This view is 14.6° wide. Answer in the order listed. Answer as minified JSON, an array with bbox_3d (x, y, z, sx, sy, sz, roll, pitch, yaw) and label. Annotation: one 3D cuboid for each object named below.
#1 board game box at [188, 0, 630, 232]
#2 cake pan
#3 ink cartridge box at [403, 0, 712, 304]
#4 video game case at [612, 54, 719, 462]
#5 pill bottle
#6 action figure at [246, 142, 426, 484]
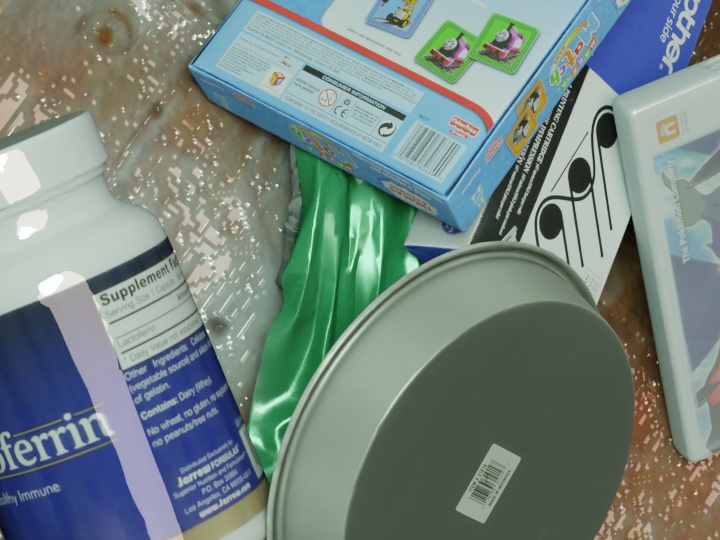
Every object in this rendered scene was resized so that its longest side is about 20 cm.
[{"bbox_3d":[0.040,-0.132,1.260,0.200,0.151,0.037,-54,150,-13],"label":"board game box"},{"bbox_3d":[0.047,0.086,1.233,0.200,0.037,0.201,-22,126,-34],"label":"cake pan"},{"bbox_3d":[0.096,-0.077,1.297,0.094,0.044,0.200,37,67,-41],"label":"ink cartridge box"},{"bbox_3d":[0.217,-0.025,1.335,0.182,0.023,0.200,-23,122,-15],"label":"video game case"},{"bbox_3d":[-0.122,0.040,1.204,0.115,0.116,0.200,-24,97,-20],"label":"pill bottle"},{"bbox_3d":[0.000,0.000,1.284,0.118,0.055,0.201,1,87,-20],"label":"action figure"}]
